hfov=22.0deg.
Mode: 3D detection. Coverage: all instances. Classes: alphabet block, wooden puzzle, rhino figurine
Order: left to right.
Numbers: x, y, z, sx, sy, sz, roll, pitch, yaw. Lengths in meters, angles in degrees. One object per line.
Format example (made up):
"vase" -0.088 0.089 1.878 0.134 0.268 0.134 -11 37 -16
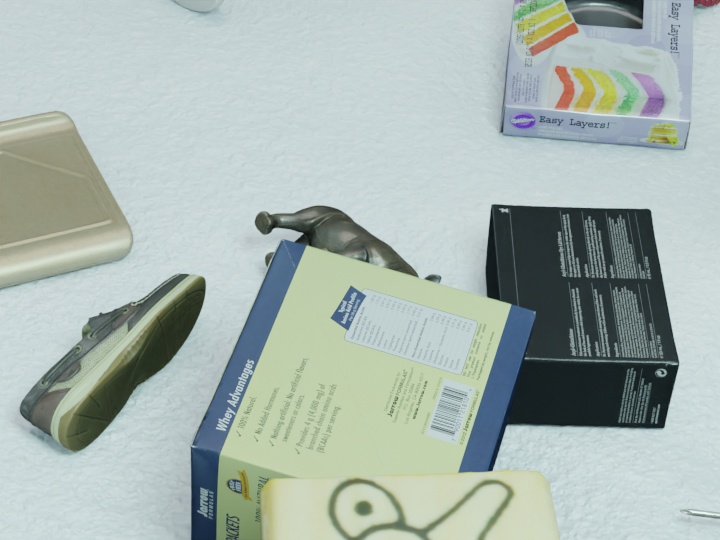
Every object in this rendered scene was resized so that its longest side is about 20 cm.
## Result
"wooden puzzle" -0.321 -0.058 1.674 0.185 0.037 0.200 -14 47 -19
"rhino figurine" 0.000 0.000 1.577 0.087 0.060 0.200 -12 33 -40
"alphabet block" 0.034 0.263 1.166 0.195 0.197 0.200 0 39 -4

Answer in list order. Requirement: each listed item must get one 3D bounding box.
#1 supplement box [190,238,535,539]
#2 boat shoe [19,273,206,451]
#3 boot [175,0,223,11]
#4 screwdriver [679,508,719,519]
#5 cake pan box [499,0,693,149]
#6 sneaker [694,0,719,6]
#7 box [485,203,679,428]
"supplement box" 0.001 0.114 1.351 0.199 0.134 0.200 16 52 7
"boat shoe" -0.199 0.061 1.500 0.066 0.072 0.201 24 49 18
"boot" -0.193 -0.349 1.996 0.090 0.073 0.200 -36 51 -29
"screwdriver" 0.341 0.191 1.389 0.199 0.029 0.028 11 40 1
"cake pan box" 0.238 -0.214 1.834 0.184 0.052 0.200 8 55 4
"sneaker" 0.338 -0.318 1.975 0.075 0.081 0.200 31 48 33
"box" 0.179 0.035 1.541 0.141 0.079 0.200 4 40 -2
